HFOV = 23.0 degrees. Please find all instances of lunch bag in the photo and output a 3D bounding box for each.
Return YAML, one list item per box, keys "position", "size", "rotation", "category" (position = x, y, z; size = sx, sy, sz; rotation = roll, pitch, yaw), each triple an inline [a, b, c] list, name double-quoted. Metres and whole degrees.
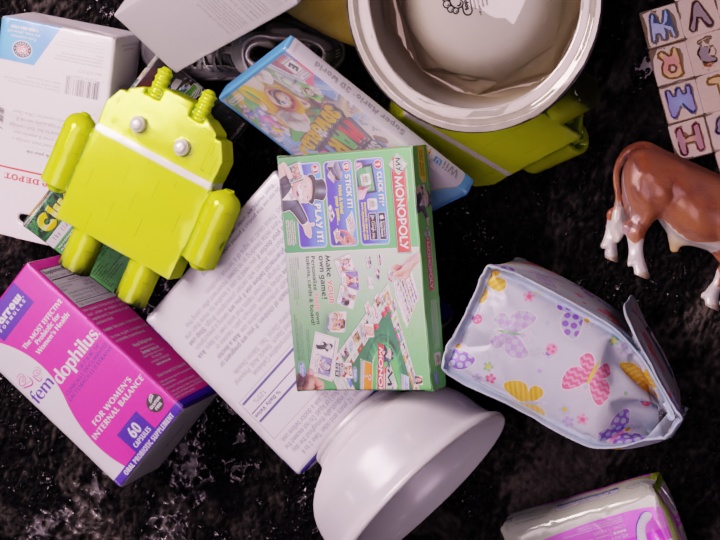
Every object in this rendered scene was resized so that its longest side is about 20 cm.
- position: [0.186, 0.074, 1.500]
  size: [0.199, 0.169, 0.128]
  rotation: [30, 98, 11]
  category: "lunch bag"

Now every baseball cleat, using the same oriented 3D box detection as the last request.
- position: [-0.115, -0.201, 1.578]
  size: [0.198, 0.106, 0.071]
  rotation: [-1, 101, 16]
  category: "baseball cleat"

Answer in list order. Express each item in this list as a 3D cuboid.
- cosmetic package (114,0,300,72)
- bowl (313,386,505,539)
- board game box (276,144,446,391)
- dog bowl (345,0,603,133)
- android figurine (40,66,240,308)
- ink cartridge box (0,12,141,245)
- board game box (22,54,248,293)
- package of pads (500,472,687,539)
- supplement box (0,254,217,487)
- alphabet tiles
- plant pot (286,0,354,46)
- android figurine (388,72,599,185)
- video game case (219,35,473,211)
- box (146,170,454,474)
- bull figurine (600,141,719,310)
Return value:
- position: [-0.108, -0.254, 1.473]
  size: [0.081, 0.199, 0.113]
  rotation: [41, 60, -20]
  category: "cosmetic package"
- position: [0.026, 0.165, 1.542]
  size: [0.201, 0.201, 0.090]
  rotation: [-47, 73, 14]
  category: "bowl"
- position: [0.000, 0.000, 1.485]
  size: [0.133, 0.029, 0.202]
  rotation: [-2, 95, 29]
  category: "board game box"
- position: [0.093, -0.211, 1.361]
  size: [0.198, 0.074, 0.202]
  rotation: [4, 104, 15]
  category: "dog bowl"
- position: [-0.187, -0.075, 1.546]
  size: [0.181, 0.041, 0.201]
  rotation: [29, 102, 12]
  category: "android figurine"
- position: [-0.278, -0.129, 1.641]
  size: [0.115, 0.067, 0.202]
  rotation: [12, 104, 12]
  category: "ink cartridge box"
- position: [-0.203, -0.088, 1.598]
  size: [0.105, 0.023, 0.200]
  rotation: [38, 97, -18]
  category: "board game box"
- position: [0.229, 0.292, 1.564]
  size: [0.153, 0.068, 0.202]
  rotation: [-18, 92, 16]
  category: "package of pads"
- position: [-0.247, 0.089, 1.645]
  size: [0.200, 0.103, 0.101]
  rotation: [42, 105, 8]
  category: "supplement box"
- position: [0.335, -0.179, 1.519]
  size: [0.165, 0.006, 0.202]
  rotation: [-15, 92, 15]
  category: "alphabet tiles"
- position: [0.036, -0.260, 1.506]
  size: [0.142, 0.200, 0.200]
  rotation: [41, 105, -20]
  category: "plant pot"
- position: [0.103, -0.131, 1.502]
  size: [0.199, 0.181, 0.041]
  rotation: [-27, 45, 49]
  category: "android figurine"
- position: [-0.014, -0.113, 1.522]
  size: [0.199, 0.143, 0.018]
  rotation: [37, 64, -16]
  category: "video game case"
- position: [-0.052, 0.041, 1.588]
  size: [0.200, 0.105, 0.184]
  rotation: [45, 104, 7]
  category: "box"
- position: [0.302, -0.035, 1.511]
  size: [0.199, 0.065, 0.122]
  rotation: [25, 98, 11]
  category: "bull figurine"
